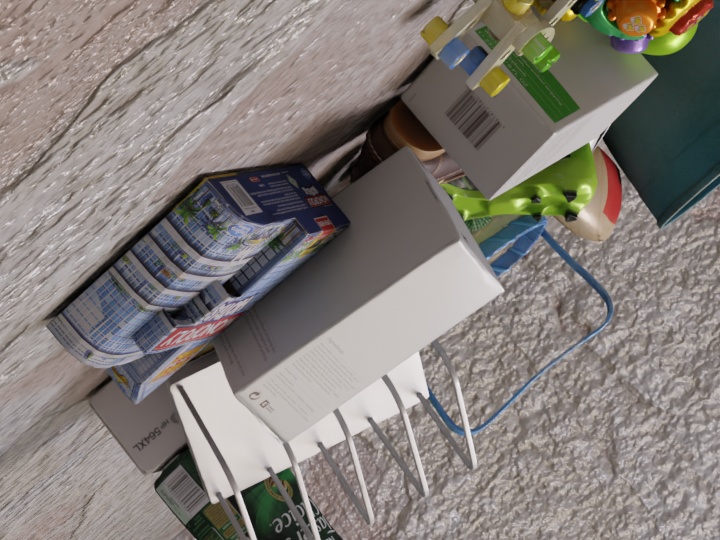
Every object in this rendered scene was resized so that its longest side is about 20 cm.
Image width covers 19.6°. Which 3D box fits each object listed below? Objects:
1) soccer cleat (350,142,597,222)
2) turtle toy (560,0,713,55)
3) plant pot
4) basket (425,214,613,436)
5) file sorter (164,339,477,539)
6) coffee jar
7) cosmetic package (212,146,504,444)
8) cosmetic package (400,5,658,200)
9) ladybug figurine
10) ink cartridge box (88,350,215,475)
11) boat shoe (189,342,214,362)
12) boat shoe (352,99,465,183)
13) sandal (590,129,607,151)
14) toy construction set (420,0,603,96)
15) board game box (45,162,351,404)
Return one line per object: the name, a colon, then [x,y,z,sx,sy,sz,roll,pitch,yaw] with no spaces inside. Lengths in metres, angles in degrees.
soccer cleat: [0.091,-0.081,1.682,0.198,0.082,0.068,1,145,2]
turtle toy: [0.213,-0.217,1.531,0.146,0.101,0.200,-39,173,-1]
plant pot: [0.287,-0.173,1.860,0.200,0.188,0.200,-38,173,-5]
basket: [0.090,0.016,1.751,0.176,0.200,0.139,-39,175,-13]
file sorter: [-0.024,0.122,1.600,0.199,0.125,0.139,-26,133,-12]
coffee jar: [-0.074,0.222,1.718,0.085,0.200,0.104,-43,172,29]
cosmetic package: [-0.010,0.017,1.505,0.199,0.113,0.081,-33,136,8]
cosmetic package: [0.130,-0.139,1.571,0.085,0.108,0.200,-46,173,35]
ladybug figurine: [0.183,-0.088,1.868,0.072,0.136,0.200,-49,174,4]
ink cartridge box: [-0.130,0.094,1.785,0.146,0.084,0.200,-40,173,6]
boat shoe: [-0.096,0.012,1.602,0.200,0.063,0.073,-34,179,12]
boat shoe: [0.064,-0.105,1.605,0.199,0.071,0.070,-19,153,-49]
sandal: [0.181,-0.146,1.727,0.059,0.079,0.208,-18,139,-51]
toy construction set: [0.140,-0.198,1.350,0.199,0.093,0.131,-30,178,27]
board game box: [-0.122,0.017,1.417,0.200,0.062,0.200,-42,173,17]
